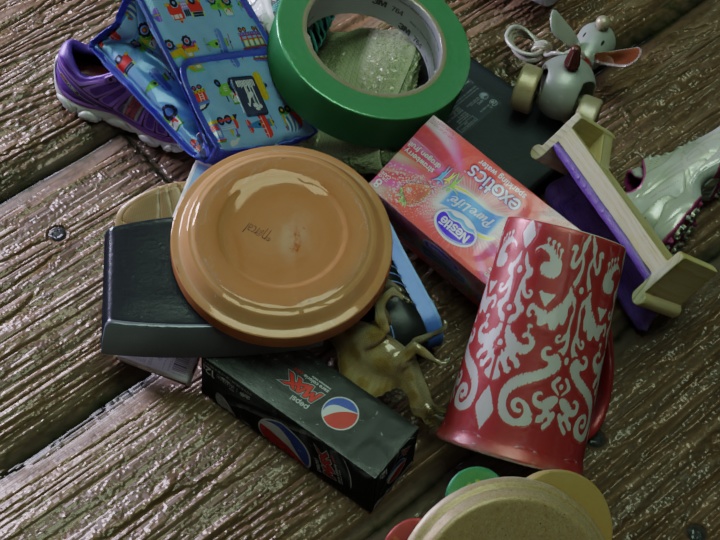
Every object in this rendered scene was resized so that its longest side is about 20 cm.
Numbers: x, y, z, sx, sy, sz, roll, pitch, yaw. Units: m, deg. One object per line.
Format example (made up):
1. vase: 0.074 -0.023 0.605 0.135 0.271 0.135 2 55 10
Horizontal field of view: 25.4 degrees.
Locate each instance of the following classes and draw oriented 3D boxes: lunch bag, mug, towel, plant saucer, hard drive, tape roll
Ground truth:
1. lunch bag: -0.142 -0.178 1.555 0.150 0.094 0.201 -17 67 -51
2. mug: 0.157 0.065 1.404 0.132 0.177 0.202 14 89 14
3. towel: -0.013 -0.175 1.635 0.147 0.037 0.202 -3 51 25
4. plant saucer: -0.069 -0.028 1.415 0.198 0.032 0.202 2 58 -3
5. hard drive: 0.118 -0.146 1.659 0.199 0.033 0.139 38 59 21
6. tape roll: 0.008 -0.215 1.578 0.198 0.048 0.202 9 55 -13
7. hard drive: -0.134 0.010 1.432 0.197 0.042 0.136 -2 60 -3

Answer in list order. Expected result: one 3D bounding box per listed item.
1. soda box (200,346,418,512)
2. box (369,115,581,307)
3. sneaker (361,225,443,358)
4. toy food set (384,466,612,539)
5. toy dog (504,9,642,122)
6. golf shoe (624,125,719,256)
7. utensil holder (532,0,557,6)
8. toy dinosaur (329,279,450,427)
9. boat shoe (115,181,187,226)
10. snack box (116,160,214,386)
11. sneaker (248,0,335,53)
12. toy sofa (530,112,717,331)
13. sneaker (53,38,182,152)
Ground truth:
1. soda box: -0.048 0.124 1.425 0.199 0.064 0.071 33 58 19
2. box: 0.112 -0.039 1.526 0.103 0.095 0.200 -45 67 -9
3. sneaker: 0.000 0.000 1.507 0.077 0.070 0.201 -22 67 -21
4. toy food set: 0.113 0.259 1.295 0.196 0.049 0.203 1 93 -13
5. toy dog: 0.225 -0.222 1.661 0.130 0.097 0.201 13 41 -8
6. golf shoe: 0.325 -0.100 1.623 0.091 0.076 0.200 30 55 20
7. utensil holder: 0.156 -0.407 1.777 0.199 0.171 0.170 29 56 12
8. toy dinosaur: 0.010 0.060 1.432 0.199 0.058 0.102 35 95 13
9. boat shoe: -0.136 -0.050 1.547 0.198 0.069 0.072 -10 80 -3
10. snack box: -0.156 0.001 1.483 0.071 0.024 0.202 19 76 6
11. sneaker: -0.062 -0.262 1.667 0.090 0.078 0.201 -23 43 -2
12. toy sofa: 0.241 -0.044 1.536 0.098 0.083 0.201 -42 59 20
13. sneaker: -0.220 -0.182 1.623 0.198 0.084 0.081 14 54 4
